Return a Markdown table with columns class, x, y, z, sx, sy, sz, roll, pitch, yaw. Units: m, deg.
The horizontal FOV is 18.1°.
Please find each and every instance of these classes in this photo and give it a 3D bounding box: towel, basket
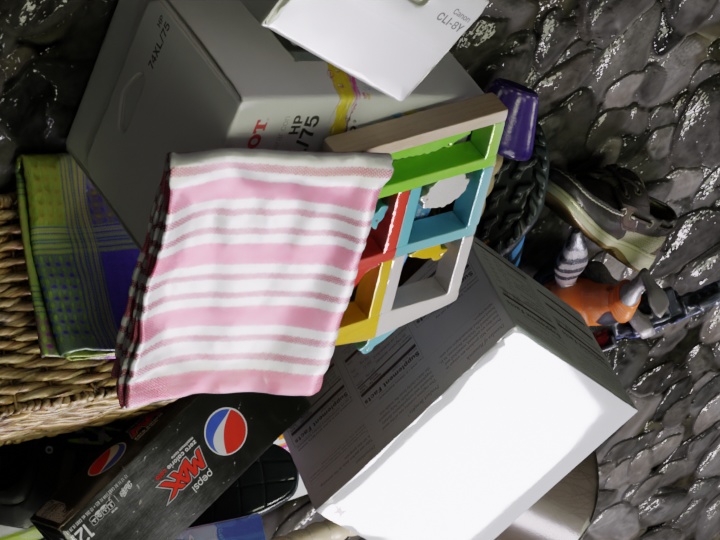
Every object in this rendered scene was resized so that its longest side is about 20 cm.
| class | x | y | z | sx | sy | sz | roll | pitch | yaw |
| --- | --- | --- | --- | --- | --- | --- | --- | --- | --- |
| towel | -0.067 | 0.006 | 1.385 | 0.145 | 0.030 | 0.201 | -3 | 134 | -24 |
| basket | -0.223 | 0.034 | 1.517 | 0.199 | 0.150 | 0.142 | -10 | 169 | -36 |
| basket | 0.073 | 0.140 | 1.844 | 0.199 | 0.181 | 0.136 | 23 | 113 | -41 |
| towel | -0.131 | -0.013 | 1.493 | 0.199 | 0.145 | 0.023 | -1 | 164 | -37 |

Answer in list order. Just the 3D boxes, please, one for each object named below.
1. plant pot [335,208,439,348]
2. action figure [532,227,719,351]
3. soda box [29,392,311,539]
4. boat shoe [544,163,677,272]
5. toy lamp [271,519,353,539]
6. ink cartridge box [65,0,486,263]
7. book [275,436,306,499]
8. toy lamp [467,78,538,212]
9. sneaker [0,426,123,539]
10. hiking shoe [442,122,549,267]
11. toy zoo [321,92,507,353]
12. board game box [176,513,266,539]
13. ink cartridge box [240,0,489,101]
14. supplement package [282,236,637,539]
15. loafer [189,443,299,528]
| class | x | y | z | sx | sy | sz | roll | pitch | yaw |
| --- | --- | --- | --- | --- | --- | --- | --- | --- | --- |
| plant pot | 0.000 | 0.000 | 1.662 | 0.200 | 0.027 | 0.201 | -39 | 144 | -36 |
| action figure | 0.192 | 0.015 | 1.803 | 0.198 | 0.105 | 0.193 | -20 | 179 | -4 |
| soda box | -0.132 | 0.134 | 1.588 | 0.200 | 0.063 | 0.071 | -44 | 111 | -19 |
| boat shoe | 0.198 | -0.055 | 1.815 | 0.065 | 0.073 | 0.200 | -52 | 153 | 7 |
| toy lamp | -0.047 | 0.225 | 1.893 | 0.199 | 0.058 | 0.059 | -20 | 141 | -30 |
| ink cartridge box | -0.057 | -0.096 | 1.451 | 0.199 | 0.146 | 0.147 | -5 | 133 | -39 |
| book | -0.098 | 0.122 | 1.756 | 0.133 | 0.048 | 0.201 | -21 | 142 | -16 |
| toy lamp | 0.080 | -0.043 | 1.672 | 0.058 | 0.058 | 0.201 | 6 | 111 | -47 |
| sneaker | -0.204 | 0.140 | 1.633 | 0.199 | 0.072 | 0.083 | -28 | 107 | -15 |
| hiking shoe | 0.095 | -0.032 | 1.749 | 0.087 | 0.074 | 0.201 | -74 | -179 | -71 |
| toy zoo | 0.018 | -0.019 | 1.460 | 0.130 | 0.020 | 0.201 | -17 | 140 | -30 |
| board game box | -0.177 | 0.243 | 1.706 | 0.197 | 0.044 | 0.200 | -10 | 163 | -12 |
| ink cartridge box | -0.039 | -0.204 | 1.297 | 0.084 | 0.200 | 0.145 | -49 | 145 | 14 |
| supplement package | 0.068 | 0.101 | 1.638 | 0.200 | 0.111 | 0.155 | -43 | 133 | 16 |
| loafer | -0.139 | 0.176 | 1.715 | 0.198 | 0.073 | 0.072 | -12 | 158 | 8 |
